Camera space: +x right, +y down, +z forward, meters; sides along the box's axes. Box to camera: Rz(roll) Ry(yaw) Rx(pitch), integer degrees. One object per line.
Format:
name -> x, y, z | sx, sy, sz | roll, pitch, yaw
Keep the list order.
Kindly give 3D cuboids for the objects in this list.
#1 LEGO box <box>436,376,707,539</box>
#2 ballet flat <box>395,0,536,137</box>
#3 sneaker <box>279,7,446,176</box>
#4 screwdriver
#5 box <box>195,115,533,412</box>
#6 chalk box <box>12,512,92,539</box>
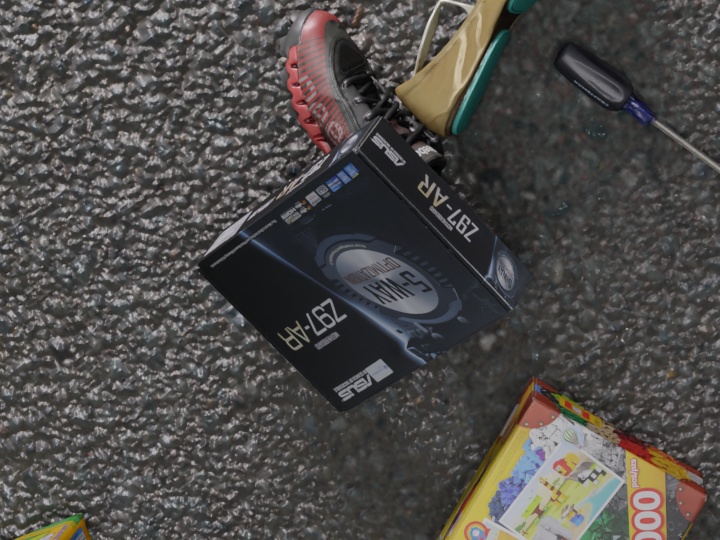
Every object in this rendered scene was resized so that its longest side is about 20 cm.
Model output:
LEGO box -> 0.142, 0.204, 1.788 | 0.149, 0.077, 0.200 | 29, 101, -1
ballet flat -> 0.090, -0.191, 1.733 | 0.063, 0.069, 0.200 | 34, 100, 13
sneaker -> 0.010, -0.098, 1.737 | 0.098, 0.071, 0.201 | -11, 102, 42
screwdriver -> 0.223, -0.097, 1.756 | 0.200, 0.028, 0.029 | 40, 131, -3
box -> 0.000, 0.000, 1.722 | 0.160, 0.044, 0.200 | 46, 134, -11
chalk box -> -0.286, 0.284, 1.816 | 0.200, 0.125, 0.124 | -22, 97, 7
